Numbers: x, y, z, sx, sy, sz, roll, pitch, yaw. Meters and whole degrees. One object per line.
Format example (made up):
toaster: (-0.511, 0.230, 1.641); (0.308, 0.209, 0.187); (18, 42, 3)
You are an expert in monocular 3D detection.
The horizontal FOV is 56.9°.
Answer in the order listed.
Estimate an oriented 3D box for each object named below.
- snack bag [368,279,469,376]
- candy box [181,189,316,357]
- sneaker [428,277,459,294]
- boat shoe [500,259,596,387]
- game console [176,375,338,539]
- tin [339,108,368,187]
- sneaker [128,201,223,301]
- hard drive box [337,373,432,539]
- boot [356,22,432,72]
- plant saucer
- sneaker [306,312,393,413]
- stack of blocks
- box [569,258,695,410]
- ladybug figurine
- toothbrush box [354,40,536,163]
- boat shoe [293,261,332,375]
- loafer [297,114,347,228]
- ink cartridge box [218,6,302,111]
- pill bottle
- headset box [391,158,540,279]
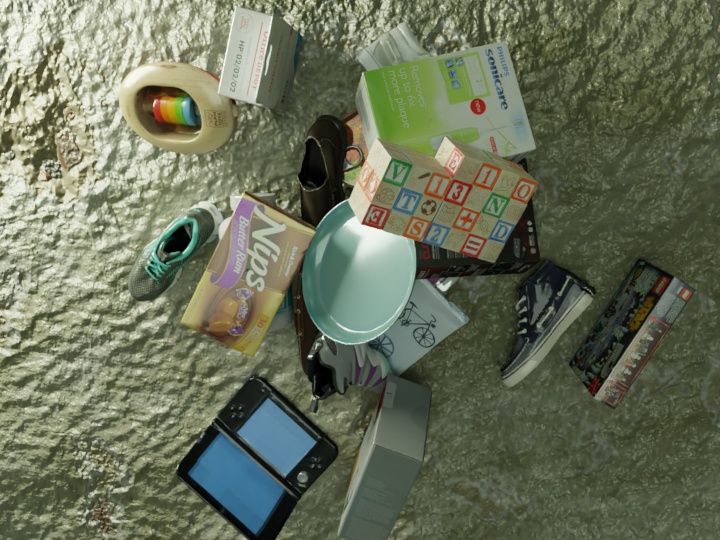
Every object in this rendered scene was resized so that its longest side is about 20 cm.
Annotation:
snack bag: (0.041, 0.056, 1.017); (0.188, 0.021, 0.200); (44, 130, -2)
candy box: (-0.156, 0.004, 0.937); (0.115, 0.056, 0.202); (27, 97, -11)
sneaker: (0.126, -0.047, 1.013); (0.114, 0.073, 0.201); (41, 90, 0)
boat shoe: (0.263, 0.077, 1.025); (0.092, 0.075, 0.201); (40, 94, 3)
game console: (-0.161, 0.307, 1.074); (0.200, 0.118, 0.171); (42, 101, -4)
tin: (0.040, -0.204, 1.004); (0.198, 0.042, 0.113); (-30, 93, 9)
sneaker: (-0.303, -0.028, 1.038); (0.077, 0.091, 0.200); (42, 101, -3)
hard drive box: (0.039, 0.290, 1.007); (0.075, 0.157, 0.203); (19, 120, 1)
boot: (0.087, -0.248, 0.938); (0.095, 0.074, 0.201); (-36, 99, 4)
plant saucer: (0.000, 0.000, 0.908); (0.197, 0.027, 0.205); (-9, 75, 37)
sneaker: (-0.029, 0.161, 1.000); (0.077, 0.141, 0.201); (10, 144, 39)
stack of blocks: (0.099, -0.093, 0.796); (0.197, 0.059, 0.117); (13, 117, -26)
box: (0.392, 0.088, 0.976); (0.039, 0.137, 0.202); (29, 101, -4)
ladybug figurine: (-0.263, -0.246, 0.989); (0.196, 0.072, 0.138); (11, 126, 16)
toothbrush box: (0.106, -0.194, 0.866); (0.196, 0.086, 0.149); (-14, 86, -10)
boat shoe: (-0.071, 0.078, 1.037); (0.069, 0.070, 0.203); (22, 120, 21)
loafer: (-0.067, -0.126, 0.984); (0.072, 0.071, 0.203); (19, 124, 26)
ink cartridge box: (-0.139, -0.289, 0.919); (0.067, 0.200, 0.117); (15, 101, 2)
pill bottle: (-0.160, -0.014, 1.018); (0.108, 0.111, 0.204); (0, 100, 5)
headset box: (0.137, -0.071, 0.929); (0.196, 0.077, 0.152); (-2, 76, -7)
